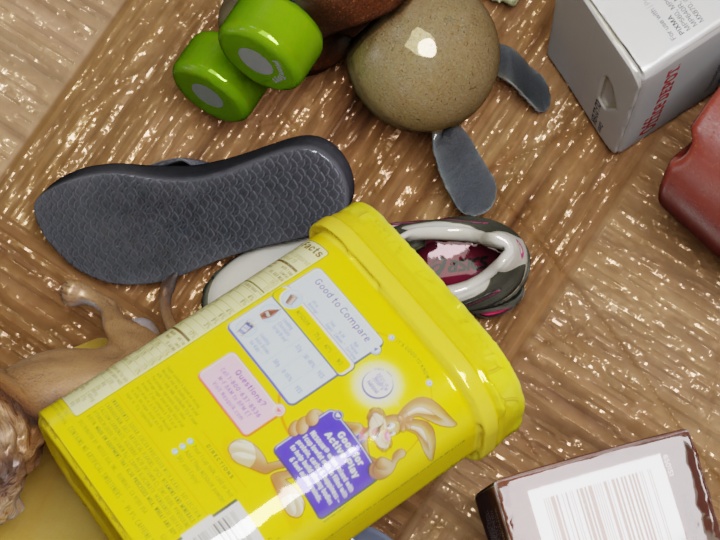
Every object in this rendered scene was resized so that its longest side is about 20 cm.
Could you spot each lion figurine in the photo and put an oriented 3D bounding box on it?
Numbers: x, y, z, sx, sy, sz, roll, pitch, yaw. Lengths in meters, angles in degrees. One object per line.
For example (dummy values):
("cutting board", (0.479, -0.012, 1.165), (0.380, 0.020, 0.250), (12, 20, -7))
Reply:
("lion figurine", (-0.160, 0.065, 0.818), (0.200, 0.073, 0.122), (-29, 38, -24))

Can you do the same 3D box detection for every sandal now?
("sandal", (-0.098, -0.038, 0.900), (0.200, 0.043, 0.076), (-6, 115, 14))

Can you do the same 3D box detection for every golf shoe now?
("golf shoe", (0.000, 0.000, 0.878), (0.200, 0.088, 0.077), (-11, 81, 2))

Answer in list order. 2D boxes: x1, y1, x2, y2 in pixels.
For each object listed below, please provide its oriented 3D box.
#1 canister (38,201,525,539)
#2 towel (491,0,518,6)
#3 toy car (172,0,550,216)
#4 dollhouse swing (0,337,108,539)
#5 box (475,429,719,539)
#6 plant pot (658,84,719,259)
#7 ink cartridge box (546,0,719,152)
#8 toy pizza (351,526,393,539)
("canister", (-0.041, 0.075, 0.750), (0.200, 0.087, 0.149), (-33, 65, -18))
("towel", (0.063, -0.276, 0.952), (0.200, 0.036, 0.148), (42, 85, 8))
("toy car", (0.022, -0.131, 0.895), (0.200, 0.158, 0.164), (38, 69, -16))
("dollhouse swing", (-0.122, 0.170, 0.877), (0.200, 0.176, 0.182), (10, 121, 4))
("box", (0.119, 0.136, 0.789), (0.100, 0.200, 0.075), (-15, 81, 0))
("plant pot", (0.287, -0.039, 0.828), (0.195, 0.201, 0.201), (40, 83, 17))
("ink cartridge box", (0.214, -0.170, 0.870), (0.200, 0.144, 0.084), (-33, 77, -4))
("toy pizza", (0.032, 0.222, 0.781), (0.032, 0.200, 0.200), (-35, 79, 12))
